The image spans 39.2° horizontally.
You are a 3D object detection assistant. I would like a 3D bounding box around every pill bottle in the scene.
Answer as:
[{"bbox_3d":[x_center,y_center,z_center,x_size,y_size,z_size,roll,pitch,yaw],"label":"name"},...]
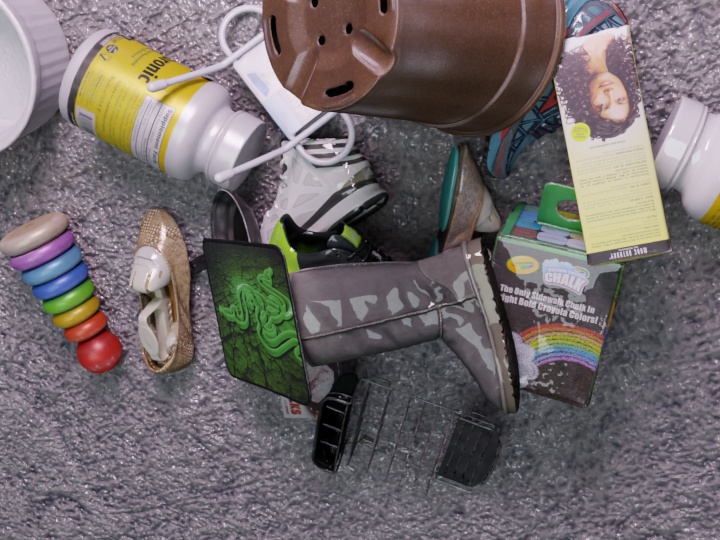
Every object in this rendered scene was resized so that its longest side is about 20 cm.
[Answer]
[{"bbox_3d":[-0.205,-0.164,1.070,0.200,0.111,0.111,28,115,5],"label":"pill bottle"},{"bbox_3d":[0.367,-0.081,0.919,0.200,0.112,0.113,24,115,7],"label":"pill bottle"}]

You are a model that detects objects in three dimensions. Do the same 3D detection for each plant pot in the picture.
[{"bbox_3d":[0.037,-0.209,0.858,0.200,0.198,0.201,10,105,41],"label":"plant pot"}]

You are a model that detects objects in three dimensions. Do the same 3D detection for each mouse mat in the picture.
[{"bbox_3d":[-0.111,0.048,1.037,0.200,0.008,0.161,6,109,58],"label":"mouse mat"}]

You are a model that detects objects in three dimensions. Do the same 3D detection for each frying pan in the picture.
[{"bbox_3d":[-0.142,-0.009,1.096,0.115,0.031,0.190,65,151,25],"label":"frying pan"}]

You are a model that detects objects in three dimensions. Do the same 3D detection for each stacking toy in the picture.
[{"bbox_3d":[-0.348,0.034,1.213,0.085,0.085,0.200,-16,111,22],"label":"stacking toy"}]

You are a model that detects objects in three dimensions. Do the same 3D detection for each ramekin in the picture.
[{"bbox_3d":[-0.422,-0.232,1.120,0.200,0.098,0.201,6,112,15],"label":"ramekin"}]

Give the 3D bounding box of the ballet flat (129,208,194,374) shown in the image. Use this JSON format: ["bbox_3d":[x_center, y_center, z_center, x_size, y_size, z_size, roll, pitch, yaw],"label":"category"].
[{"bbox_3d":[-0.233,0.031,1.173,0.070,0.065,0.200,2,109,27],"label":"ballet flat"}]

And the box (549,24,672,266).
[{"bbox_3d":[0.219,-0.107,0.892,0.075,0.050,0.200,-12,89,14],"label":"box"}]

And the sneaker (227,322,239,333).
[{"bbox_3d":[-0.050,0.034,1.096,0.201,0.067,0.108,-29,132,27],"label":"sneaker"}]

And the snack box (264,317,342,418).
[{"bbox_3d":[-0.058,0.103,1.109,0.072,0.024,0.200,1,142,4],"label":"snack box"}]

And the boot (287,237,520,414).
[{"bbox_3d":[0.040,0.066,0.962,0.200,0.073,0.182,-16,89,13],"label":"boot"}]

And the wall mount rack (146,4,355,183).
[{"bbox_3d":[-0.102,-0.179,1.013,0.174,0.075,0.200,-37,80,-1],"label":"wall mount rack"}]

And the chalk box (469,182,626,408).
[{"bbox_3d":[0.194,0.010,1.003,0.125,0.124,0.200,15,112,13],"label":"chalk box"}]

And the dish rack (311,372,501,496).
[{"bbox_3d":[0.051,0.192,1.120,0.200,0.055,0.154,19,141,7],"label":"dish rack"}]

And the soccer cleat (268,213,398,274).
[{"bbox_3d":[0.000,0.000,1.019,0.200,0.068,0.081,16,124,6],"label":"soccer cleat"}]

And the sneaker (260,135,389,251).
[{"bbox_3d":[-0.070,-0.078,1.094,0.200,0.076,0.115,-32,81,28],"label":"sneaker"}]

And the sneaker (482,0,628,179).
[{"bbox_3d":[0.187,-0.164,0.965,0.095,0.079,0.200,28,115,3],"label":"sneaker"}]

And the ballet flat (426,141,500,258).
[{"bbox_3d":[0.107,-0.037,1.053,0.067,0.068,0.200,9,119,-7],"label":"ballet flat"}]
